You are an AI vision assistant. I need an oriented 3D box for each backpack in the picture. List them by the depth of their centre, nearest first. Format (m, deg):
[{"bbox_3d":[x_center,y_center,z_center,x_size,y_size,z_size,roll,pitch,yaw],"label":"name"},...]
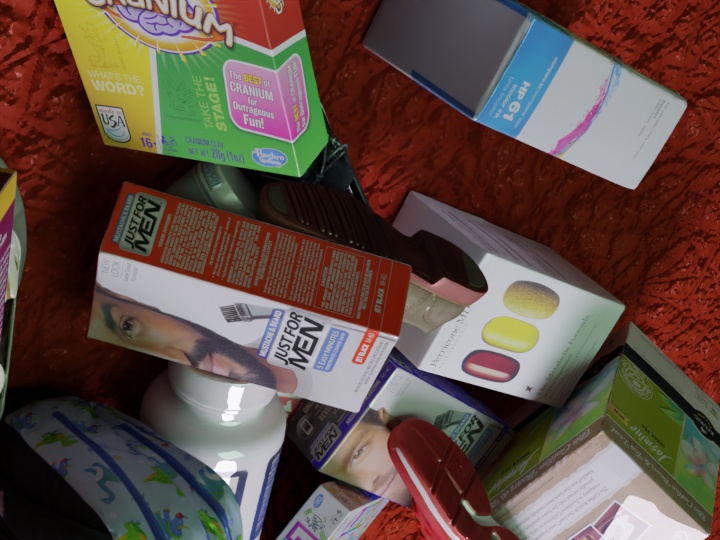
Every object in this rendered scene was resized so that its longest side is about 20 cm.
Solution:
[{"bbox_3d":[-0.170,0.178,0.849,0.152,0.200,0.165,-5,103,-25],"label":"backpack"}]

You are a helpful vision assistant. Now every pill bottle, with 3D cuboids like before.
[{"bbox_3d":[-0.118,0.140,0.952,0.110,0.111,0.201,-8,127,-34],"label":"pill bottle"}]

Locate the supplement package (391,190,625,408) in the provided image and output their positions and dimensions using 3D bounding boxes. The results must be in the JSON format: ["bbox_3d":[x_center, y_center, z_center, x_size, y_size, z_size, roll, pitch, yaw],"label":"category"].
[{"bbox_3d":[0.109,0.028,1.061,0.199,0.109,0.114,18,107,-44],"label":"supplement package"}]

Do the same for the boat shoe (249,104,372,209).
[{"bbox_3d":[-0.039,-0.072,0.909,0.074,0.062,0.201,-37,134,-8],"label":"boat shoe"}]

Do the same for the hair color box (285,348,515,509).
[{"bbox_3d":[0.039,0.140,1.082,0.110,0.065,0.200,-53,136,5],"label":"hair color box"}]

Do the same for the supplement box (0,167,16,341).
[{"bbox_3d":[-0.283,0.036,0.726,0.130,0.103,0.202,10,116,-5],"label":"supplement box"}]

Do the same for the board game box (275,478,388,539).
[{"bbox_3d":[-0.040,0.239,1.075,0.135,0.034,0.200,-52,167,4],"label":"board game box"}]

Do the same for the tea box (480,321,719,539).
[{"bbox_3d":[0.206,0.188,1.126,0.200,0.134,0.197,-44,-174,30],"label":"tea box"}]

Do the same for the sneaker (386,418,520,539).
[{"bbox_3d":[0.057,0.224,1.041,0.115,0.201,0.078,-28,-169,32],"label":"sneaker"}]

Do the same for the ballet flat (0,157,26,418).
[{"bbox_3d":[-0.246,0.022,0.809,0.067,0.064,0.202,-6,122,-35],"label":"ballet flat"}]

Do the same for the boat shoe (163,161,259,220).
[{"bbox_3d":[-0.086,-0.006,0.924,0.071,0.070,0.201,-27,138,8],"label":"boat shoe"}]

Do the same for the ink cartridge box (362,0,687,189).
[{"bbox_3d":[0.124,-0.146,0.925,0.199,0.144,0.085,14,110,-43],"label":"ink cartridge box"}]

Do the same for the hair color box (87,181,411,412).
[{"bbox_3d":[-0.077,0.022,0.843,0.198,0.064,0.111,17,144,-5],"label":"hair color box"}]

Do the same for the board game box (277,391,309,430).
[{"bbox_3d":[-0.016,0.110,1.082,0.096,0.030,0.200,-53,139,4],"label":"board game box"}]

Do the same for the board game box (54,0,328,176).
[{"bbox_3d":[-0.109,-0.157,0.732,0.040,0.152,0.201,-56,146,-40],"label":"board game box"}]

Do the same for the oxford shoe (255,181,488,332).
[{"bbox_3d":[0.000,0.000,0.894,0.199,0.071,0.075,24,122,-31],"label":"oxford shoe"}]
